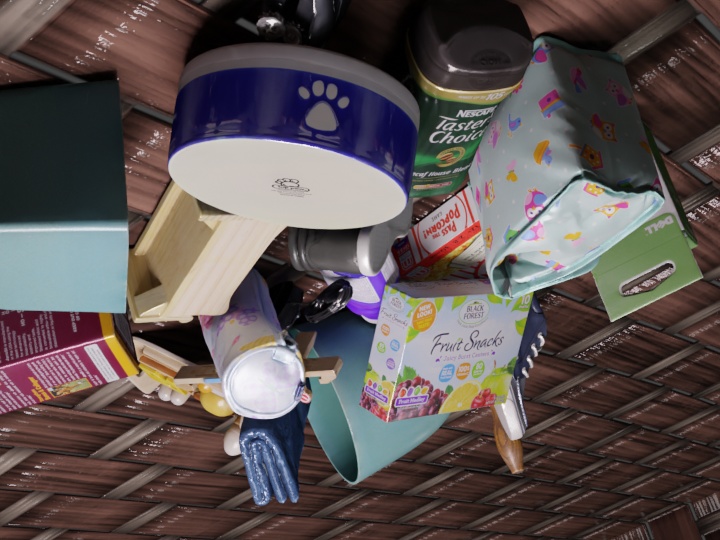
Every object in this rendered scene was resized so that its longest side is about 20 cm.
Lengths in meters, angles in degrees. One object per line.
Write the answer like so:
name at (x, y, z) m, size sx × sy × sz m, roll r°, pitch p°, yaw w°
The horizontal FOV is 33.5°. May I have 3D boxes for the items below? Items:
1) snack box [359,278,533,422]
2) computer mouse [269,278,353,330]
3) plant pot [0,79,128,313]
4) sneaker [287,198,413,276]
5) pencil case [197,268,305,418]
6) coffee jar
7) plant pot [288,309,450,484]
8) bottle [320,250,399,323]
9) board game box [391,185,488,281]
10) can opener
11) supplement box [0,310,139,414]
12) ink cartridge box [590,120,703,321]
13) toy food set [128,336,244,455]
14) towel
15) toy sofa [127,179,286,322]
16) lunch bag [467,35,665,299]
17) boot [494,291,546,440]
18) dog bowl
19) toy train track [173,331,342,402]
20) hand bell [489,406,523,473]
snack box at (0.098, 0.084, 1.327) m, size 0.199 × 0.053 × 0.143 m, roll -3°, pitch 110°, yaw -44°
computer mouse at (-0.060, 0.040, 1.293) m, size 0.034 × 0.059 × 0.200 m, roll 36°, pitch 158°, yaw -23°
plant pot at (-0.291, -0.056, 0.959) m, size 0.198 × 0.142 × 0.142 m, roll -2°, pitch 150°, yaw -14°
sneaker at (-0.009, -0.056, 1.146) m, size 0.098 × 0.200 × 0.071 m, roll 4°, pitch 116°, yaw 17°
pencil case at (-0.115, 0.069, 1.226) m, size 0.083 × 0.200 × 0.091 m, roll 10°, pitch 109°, yaw -21°
coffee jar at (0.072, -0.150, 1.043) m, size 0.104 × 0.086 × 0.200 m, roll -6°, pitch 151°, yaw -21°
plant pot at (0.023, 0.132, 1.442) m, size 0.160 × 0.201 × 0.201 m, roll -22°, pitch 156°, yaw -16°
bottle at (0.000, 0.000, 1.291) m, size 0.083 × 0.066 × 0.200 m, roll 22°, pitch 163°, yaw 22°
board game box at (0.154, -0.034, 1.357) m, size 0.199 × 0.047 × 0.151 m, roll 12°, pitch 141°, yaw -45°
can opener at (-0.036, -0.231, 0.870) m, size 0.063 × 0.079 × 0.200 m, roll 24°, pitch 145°, yaw 4°
supplement box at (-0.341, 0.078, 1.230) m, size 0.198 × 0.086 × 0.111 m, roll -16°, pitch 154°, yaw -4°
ink cartridge box at (0.275, -0.051, 1.223) m, size 0.103 × 0.201 × 0.059 m, roll -27°, pitch 152°, yaw 21°
toy food set at (-0.193, 0.154, 1.389) m, size 0.199 × 0.061 × 0.144 m, roll 23°, pitch 162°, yaw 21°
towel at (-0.090, 0.158, 1.334) m, size 0.048 × 0.200 × 0.112 m, roll -7°, pitch 121°, yaw 10°
toy sofa at (-0.151, -0.034, 1.134) m, size 0.097 × 0.083 × 0.200 m, roll -4°, pitch 150°, yaw -32°
lunch bag at (0.174, -0.088, 1.127) m, size 0.121 × 0.171 × 0.200 m, roll 7°, pitch 146°, yaw -26°
boot at (0.198, 0.106, 1.496) m, size 0.090 × 0.201 × 0.073 m, roll -17°, pitch -174°, yaw -4°
dog bowl at (-0.053, -0.103, 0.967) m, size 0.198 × 0.079 × 0.200 m, roll 6°, pitch 164°, yaw 2°
toy train track at (-0.108, 0.116, 1.273) m, size 0.199 × 0.115 × 0.033 m, roll -5°, pitch 124°, yaw 26°
hand bell at (0.177, 0.166, 1.564) m, size 0.103 × 0.201 × 0.104 m, roll -16°, pitch 163°, yaw -5°
